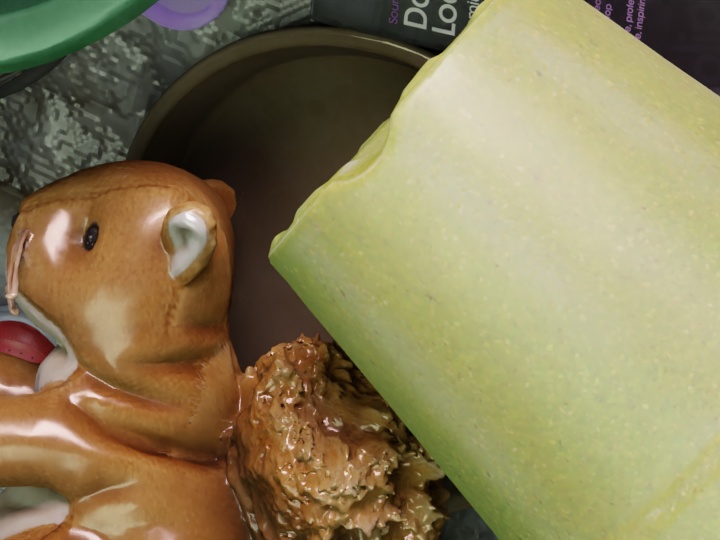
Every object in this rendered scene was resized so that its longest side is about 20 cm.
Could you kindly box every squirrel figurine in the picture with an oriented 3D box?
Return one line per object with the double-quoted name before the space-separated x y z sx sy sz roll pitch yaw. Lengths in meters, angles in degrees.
"squirrel figurine" -0.061 0.060 0.959 0.199 0.142 0.188 13 94 5

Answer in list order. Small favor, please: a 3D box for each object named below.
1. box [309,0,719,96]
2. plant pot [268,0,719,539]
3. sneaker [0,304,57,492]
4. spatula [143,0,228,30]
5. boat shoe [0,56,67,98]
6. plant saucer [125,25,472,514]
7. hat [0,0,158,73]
"box" 0.082 -0.135 0.898 0.199 0.036 0.144 15 117 20
"plant pot" 0.078 0.008 0.862 0.184 0.200 0.200 43 122 -1
"sneaker" -0.153 0.121 1.071 0.071 0.112 0.201 12 117 18
"spatula" -0.039 -0.176 0.942 0.056 0.021 0.201 34 121 12
"boat shoe" -0.198 -0.085 1.032 0.199 0.057 0.067 -6 110 26
"plant saucer" 0.000 0.000 0.999 0.199 0.029 0.201 10 116 21
"hat" -0.120 -0.145 0.937 0.199 0.176 0.166 -30 88 7
